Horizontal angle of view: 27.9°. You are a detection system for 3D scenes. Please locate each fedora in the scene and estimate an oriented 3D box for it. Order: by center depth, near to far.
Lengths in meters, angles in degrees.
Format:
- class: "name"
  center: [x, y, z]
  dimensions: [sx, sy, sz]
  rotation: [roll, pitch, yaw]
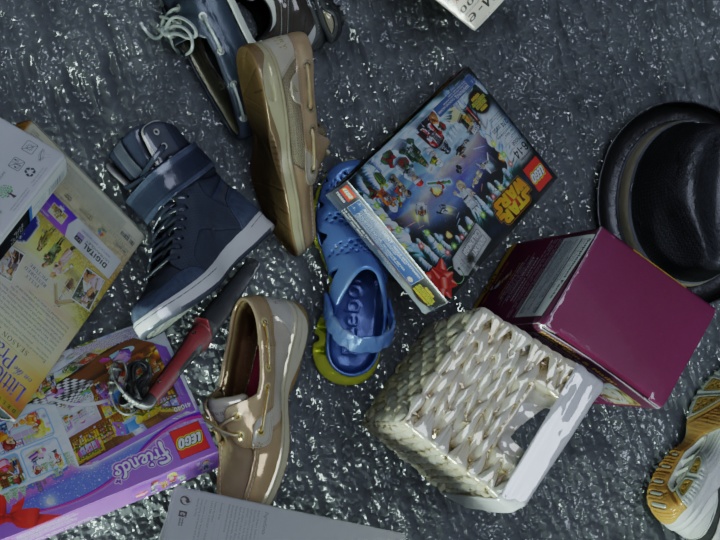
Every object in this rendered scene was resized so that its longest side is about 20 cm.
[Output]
- class: "fedora"
  center: [0.320, -0.066, 1.367]
  dimensions: [0.200, 0.092, 0.201]
  rotation: [1, 86, -15]

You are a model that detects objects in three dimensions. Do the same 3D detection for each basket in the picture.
- class: "basket"
  center: [0.096, 0.116, 1.242]
  dimensions: [0.123, 0.200, 0.136]
  rotation: [37, 78, -6]

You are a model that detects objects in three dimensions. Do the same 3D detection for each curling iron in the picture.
- class: "curling iron"
  center: [-0.144, 0.049, 1.225]
  dimensions: [0.050, 0.026, 0.200]
  rotation: [39, 52, 4]

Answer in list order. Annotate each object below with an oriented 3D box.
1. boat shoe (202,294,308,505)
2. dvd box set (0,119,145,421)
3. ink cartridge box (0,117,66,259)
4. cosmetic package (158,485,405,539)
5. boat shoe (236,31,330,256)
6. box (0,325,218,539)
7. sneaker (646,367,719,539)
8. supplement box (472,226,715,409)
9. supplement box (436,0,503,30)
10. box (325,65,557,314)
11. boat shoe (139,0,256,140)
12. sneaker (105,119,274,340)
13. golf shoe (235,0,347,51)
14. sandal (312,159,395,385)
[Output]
- class: "boat shoe"
  center: [-0.101, 0.117, 1.240]
  dimensions: [0.069, 0.074, 0.201]
  rotation: [20, 74, -42]
- class: "dvd box set"
  center: [-0.280, 0.000, 1.179]
  dimensions: [0.146, 0.029, 0.200]
  rotation: [47, 60, -30]
- class: "ink cartridge box"
  center: [-0.340, -0.095, 1.131]
  dimensions: [0.200, 0.039, 0.100]
  rotation: [31, 65, 4]
- class: "cosmetic package"
  center: [-0.070, 0.257, 1.202]
  dimensions: [0.199, 0.113, 0.081]
  rotation: [12, 49, -1]
- class: "boat shoe"
  center: [-0.055, -0.105, 1.245]
  dimensions: [0.064, 0.071, 0.200]
  rotation: [-22, 126, -23]
- class: "box"
  center: [-0.234, 0.136, 1.201]
  dimensions: [0.200, 0.039, 0.137]
  rotation: [-21, 66, -16]
- class: "sneaker"
  center: [0.353, 0.170, 1.384]
  dimensions: [0.088, 0.076, 0.200]
  rotation: [41, 80, -26]
- class: "supplement box"
  center: [0.192, 0.043, 1.270]
  dimensions: [0.131, 0.200, 0.103]
  rotation: [35, 79, -12]
- class: "supplement box"
  center: [0.057, -0.321, 1.287]
  dimensions: [0.200, 0.074, 0.126]
  rotation: [37, 34, -11]
- class: "box"
  center: [0.077, -0.075, 1.290]
  dimensions: [0.137, 0.040, 0.200]
  rotation: [50, 53, -9]
- class: "boat shoe"
  center: [-0.140, -0.206, 1.260]
  dimensions: [0.062, 0.075, 0.200]
  rotation: [-39, 106, -26]
- class: "sneaker"
  center: [-0.168, -0.039, 1.200]
  dimensions: [0.146, 0.077, 0.202]
  rotation: [50, 32, -8]
- class: "golf shoe"
  center: [-0.087, -0.284, 1.275]
  dimensions: [0.094, 0.078, 0.200]
  rotation: [-22, 92, -15]
- class: "sandal"
  center: [0.000, 0.000, 1.279]
  dimensions: [0.079, 0.087, 0.201]
  rotation: [-2, 86, -14]
